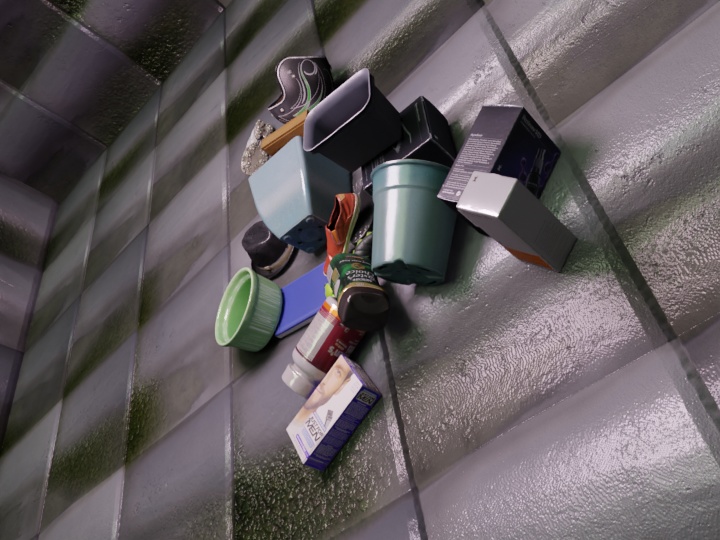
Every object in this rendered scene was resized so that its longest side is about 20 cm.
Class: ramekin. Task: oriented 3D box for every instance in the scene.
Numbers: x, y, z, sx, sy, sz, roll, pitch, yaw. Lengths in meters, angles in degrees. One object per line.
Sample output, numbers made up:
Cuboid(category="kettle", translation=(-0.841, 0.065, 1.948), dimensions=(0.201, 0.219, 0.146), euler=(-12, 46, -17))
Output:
Cuboid(category="ramekin", translation=(-0.277, 0.104, 1.658), dimensions=(0.199, 0.096, 0.204), euler=(-38, 41, 42))

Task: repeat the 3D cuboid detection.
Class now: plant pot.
Cuboid(category="plant pot", translation=(-0.140, -0.165, 1.641), dimensions=(0.194, 0.195, 0.203), euler=(-33, 52, 29))
Cuboid(category="plant pot", translation=(0.105, -0.084, 1.311), dimensions=(0.198, 0.198, 0.201), euler=(-10, 67, 45))

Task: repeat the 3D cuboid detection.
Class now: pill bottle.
Cuboid(category="pill bottle", translation=(-0.076, 0.166, 1.400), dimensions=(0.202, 0.109, 0.109), euler=(-57, 37, 3))

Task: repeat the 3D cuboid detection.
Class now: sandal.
Cuboid(category="sandal", translation=(0.024, -0.137, 1.550), dimensions=(0.075, 0.048, 0.203), euler=(-21, 42, 41))

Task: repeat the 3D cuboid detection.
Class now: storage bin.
Cuboid(category="storage bin", translation=(-0.011, -0.317, 1.436), dimensions=(0.198, 0.133, 0.148), euler=(-29, 46, 32))

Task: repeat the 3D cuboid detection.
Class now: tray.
Cuboid(category="tray", translation=(-0.187, -0.378, 1.904), dimensions=(0.198, 0.098, 0.038), euler=(-22, 51, 38))

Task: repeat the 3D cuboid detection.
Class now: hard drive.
Cuboid(category="hard drive", translation=(-0.131, 0.067, 1.599), dimensions=(0.198, 0.025, 0.134), euler=(-30, 46, 33))

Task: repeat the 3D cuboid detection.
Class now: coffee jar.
Cuboid(category="coffee jar", translation=(-0.005, 0.042, 1.335), dimensions=(0.201, 0.102, 0.087), euler=(-113, 35, -61))

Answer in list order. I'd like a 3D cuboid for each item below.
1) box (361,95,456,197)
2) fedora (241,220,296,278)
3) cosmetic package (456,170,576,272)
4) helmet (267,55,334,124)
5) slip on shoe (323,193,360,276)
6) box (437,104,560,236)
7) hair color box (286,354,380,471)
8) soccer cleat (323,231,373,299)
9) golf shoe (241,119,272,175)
Cuboid(category="box", translation=(0.103, -0.258, 1.475), dimensions=(0.198, 0.104, 0.150), euler=(-32, 44, 30))
Cuboid(category="fedora", translation=(-0.256, -0.076, 1.782), dimensions=(0.199, 0.091, 0.204), euler=(-28, 46, 34))
Cuboid(category="cosmetic package", translation=(0.263, -0.080, 1.105), dimensions=(0.101, 0.199, 0.072), euler=(23, 82, 53))
Cuboid(category="helmet", translation=(-0.171, -0.513, 1.901), dimensions=(0.199, 0.197, 0.195), euler=(21, 118, 52))
Cuboid(category="slip on shoe", translation=(-0.055, -0.082, 1.511), dimensions=(0.074, 0.060, 0.204), euler=(-128, 52, -61))
Cuboid(category="box", translation=(0.257, -0.180, 1.222), dimensions=(0.104, 0.147, 0.203), euler=(20, 82, 52))
Cuboid(category="hair color box", translation=(-0.057, 0.287, 1.336), dimensions=(0.201, 0.064, 0.109), euler=(-53, 37, 6))
Cuboid(category="soccer cleat", translation=(0.000, 0.000, 1.474), dimensions=(0.081, 0.067, 0.201), euler=(43, 100, 33))
Cuboid(category="golf shoe", translation=(-0.337, -0.378, 2.116), dimensions=(0.097, 0.077, 0.203), euler=(-31, 37, 56))
